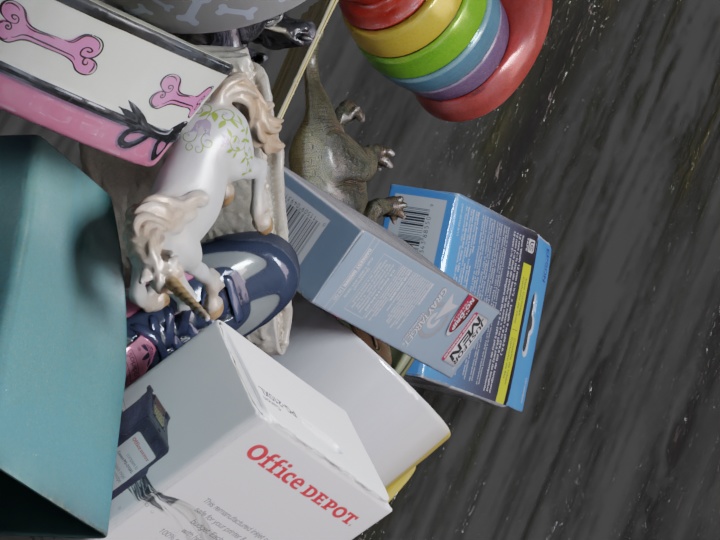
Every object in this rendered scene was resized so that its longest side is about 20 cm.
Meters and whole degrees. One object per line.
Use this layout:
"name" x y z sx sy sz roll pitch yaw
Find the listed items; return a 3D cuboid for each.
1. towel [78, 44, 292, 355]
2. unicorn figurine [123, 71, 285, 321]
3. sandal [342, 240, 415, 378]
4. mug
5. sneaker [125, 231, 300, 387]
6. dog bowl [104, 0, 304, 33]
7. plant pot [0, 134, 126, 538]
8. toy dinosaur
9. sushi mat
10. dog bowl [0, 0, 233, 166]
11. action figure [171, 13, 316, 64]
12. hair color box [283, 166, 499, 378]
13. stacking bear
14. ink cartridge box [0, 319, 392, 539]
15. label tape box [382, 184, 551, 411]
"towel" -0.112 -0.046 1.692 0.034 0.132 0.200 -43 134 -59
"unicorn figurine" -0.096 -0.028 1.551 0.137 0.074 0.200 76 19 -59
"sandal" -0.006 0.059 1.964 0.057 0.080 0.201 55 51 -51
"mug" -0.032 0.126 1.839 0.153 0.149 0.187 -47 113 -6
"sneaker" -0.123 0.041 1.628 0.082 0.200 0.070 -129 -164 -68
"dog bowl" -0.084 -0.221 1.629 0.200 0.200 0.059 -61 148 -34
"plant pot" -0.216 0.032 1.524 0.141 0.141 0.200 43 51 -57
"toy dinosaur" -0.019 -0.062 1.897 0.102 0.077 0.200 -34 135 -61
"sushi mat" -0.058 -0.109 1.842 0.200 0.012 0.096 -67 -169 -26
"dog bowl" -0.175 -0.123 1.505 0.200 0.200 0.074 20 96 -61
"action figure" -0.089 -0.178 1.737 0.200 0.102 0.119 -16 114 -76
"hair color box" 0.000 0.000 1.800 0.061 0.099 0.200 -55 147 4
"stacking bear" 0.033 -0.200 1.953 0.200 0.121 0.114 38 56 -47
"ink cartridge box" -0.106 0.140 1.596 0.145 0.200 0.084 39 19 -48
"label tape box" 0.076 0.025 2.124 0.200 0.066 0.143 23 77 -63
